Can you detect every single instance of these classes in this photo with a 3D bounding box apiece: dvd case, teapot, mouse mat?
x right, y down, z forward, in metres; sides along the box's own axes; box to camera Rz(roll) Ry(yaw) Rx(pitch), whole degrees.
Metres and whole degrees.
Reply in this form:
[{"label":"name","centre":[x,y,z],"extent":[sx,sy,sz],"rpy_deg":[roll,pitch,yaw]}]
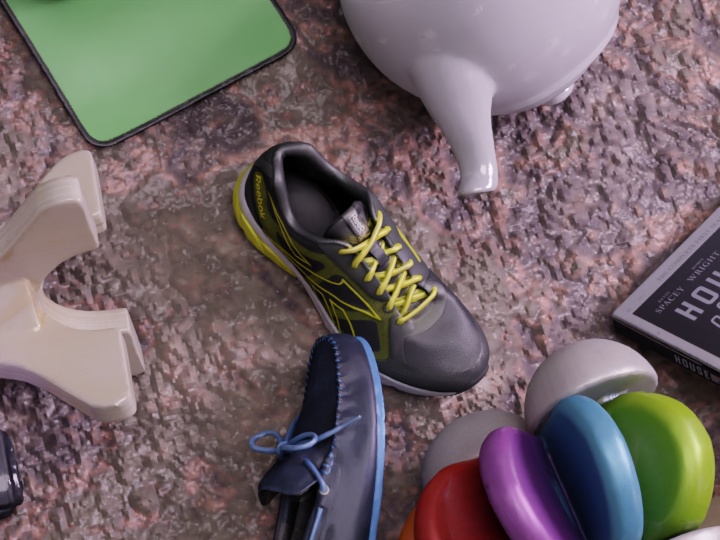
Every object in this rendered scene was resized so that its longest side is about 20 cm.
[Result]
[{"label":"dvd case","centre":[0.277,0.024,1.423],"extent":[0.150,0.025,0.200],"rpy_deg":[-43,46,-20]},{"label":"teapot","centre":[0.094,-0.170,1.453],"extent":[0.200,0.197,0.146],"rpy_deg":[-36,118,1]},{"label":"mouse mat","centre":[-0.154,-0.192,1.488],"extent":[0.161,0.008,0.200],"rpy_deg":[-29,79,-18]}]

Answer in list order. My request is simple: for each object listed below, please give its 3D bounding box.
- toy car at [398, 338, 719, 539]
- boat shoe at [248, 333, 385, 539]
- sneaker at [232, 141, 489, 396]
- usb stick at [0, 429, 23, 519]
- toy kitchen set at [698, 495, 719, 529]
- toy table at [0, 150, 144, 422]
[{"label":"toy car","centre":[0.106,0.141,1.317],"extent":[0.150,0.200,0.175],"rpy_deg":[13,48,-52]},{"label":"boat shoe","centre":[-0.027,0.131,1.362],"extent":[0.068,0.084,0.201],"rpy_deg":[9,68,-19]},{"label":"sneaker","centre":[0.000,0.000,1.410],"extent":[0.200,0.085,0.075],"rpy_deg":[41,71,5]},{"label":"usb stick","centre":[-0.299,0.133,1.342],"extent":[0.199,0.033,0.056],"rpy_deg":[-8,74,-12]},{"label":"toy kitchen set","centre":[0.305,0.161,1.430],"extent":[0.199,0.181,0.163],"rpy_deg":[-18,116,17]},{"label":"toy table","centre":[-0.198,0.020,1.331],"extent":[0.117,0.184,0.201],"rpy_deg":[-13,66,0]}]
